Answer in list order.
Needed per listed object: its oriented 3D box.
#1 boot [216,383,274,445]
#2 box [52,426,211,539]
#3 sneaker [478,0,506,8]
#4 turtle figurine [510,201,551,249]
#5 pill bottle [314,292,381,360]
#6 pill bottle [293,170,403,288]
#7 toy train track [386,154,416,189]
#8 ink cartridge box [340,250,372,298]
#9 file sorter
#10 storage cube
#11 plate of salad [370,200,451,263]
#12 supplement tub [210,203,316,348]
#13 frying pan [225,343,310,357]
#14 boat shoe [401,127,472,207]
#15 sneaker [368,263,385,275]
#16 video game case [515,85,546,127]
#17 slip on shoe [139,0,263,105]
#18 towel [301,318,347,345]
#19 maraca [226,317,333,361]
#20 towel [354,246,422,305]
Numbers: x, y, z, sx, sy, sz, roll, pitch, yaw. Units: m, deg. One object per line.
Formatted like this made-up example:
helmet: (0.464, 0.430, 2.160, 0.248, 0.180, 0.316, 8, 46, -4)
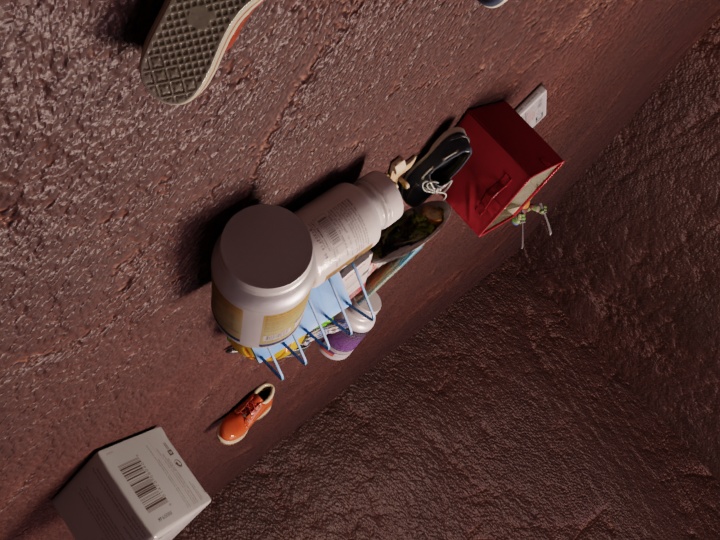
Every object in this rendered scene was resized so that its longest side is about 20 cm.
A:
boot: (-0.306, 0.379, 1.867, 0.200, 0.075, 0.108, -42, 168, -44)
box: (-0.450, 0.460, 1.386, 0.171, 0.200, 0.200, -44, 167, 17)
sneaker: (0.148, -0.372, 0.753, 0.084, 0.075, 0.201, -36, 156, -30)
turtle figurine: (0.587, -0.212, 2.361, 0.141, 0.201, 0.196, -5, 130, -13)
pill bottle: (-0.029, 0.130, 1.765, 0.111, 0.112, 0.201, -27, 161, -47)
pill bottle: (-0.031, -0.071, 1.096, 0.199, 0.115, 0.115, -36, 166, -26)
toy train track: (0.065, -0.149, 1.313, 0.114, 0.033, 0.200, -39, 168, -16)
ink cartridge box: (-0.061, 0.015, 1.360, 0.146, 0.083, 0.200, -38, 167, -16)
file sorter: (-0.095, 0.065, 1.160, 0.198, 0.140, 0.122, -31, -152, -18)
storage cube: (0.263, -0.207, 1.388, 0.199, 0.180, 0.171, -25, 160, -49)
plate of salad: (0.085, -0.085, 1.366, 0.198, 0.048, 0.201, -28, -156, 14)
supplement tub: (-0.138, 0.011, 0.976, 0.144, 0.145, 0.201, -35, 166, -25)
frying pan: (-0.180, 0.165, 1.448, 0.189, 0.113, 0.032, -22, 117, -60)
boat shoe: (0.145, -0.181, 1.320, 0.074, 0.063, 0.200, 5, 142, -37)
sneaker: (0.001, 0.000, 1.534, 0.202, 0.067, 0.107, -51, 162, 25)
video game case: (0.361, -0.333, 1.628, 0.182, 0.023, 0.200, -45, 168, 8)
slip on shoe: (-0.104, -0.220, 0.533, 0.201, 0.073, 0.061, -53, -161, 18)
towel: (-0.128, 0.130, 1.487, 0.145, 0.024, 0.199, -3, -175, 24)
maraca: (-0.149, 0.108, 1.286, 0.197, 0.109, 0.137, -8, 172, -22)
towel: (0.054, -0.017, 1.587, 0.200, 0.022, 0.147, -43, -159, 7)
